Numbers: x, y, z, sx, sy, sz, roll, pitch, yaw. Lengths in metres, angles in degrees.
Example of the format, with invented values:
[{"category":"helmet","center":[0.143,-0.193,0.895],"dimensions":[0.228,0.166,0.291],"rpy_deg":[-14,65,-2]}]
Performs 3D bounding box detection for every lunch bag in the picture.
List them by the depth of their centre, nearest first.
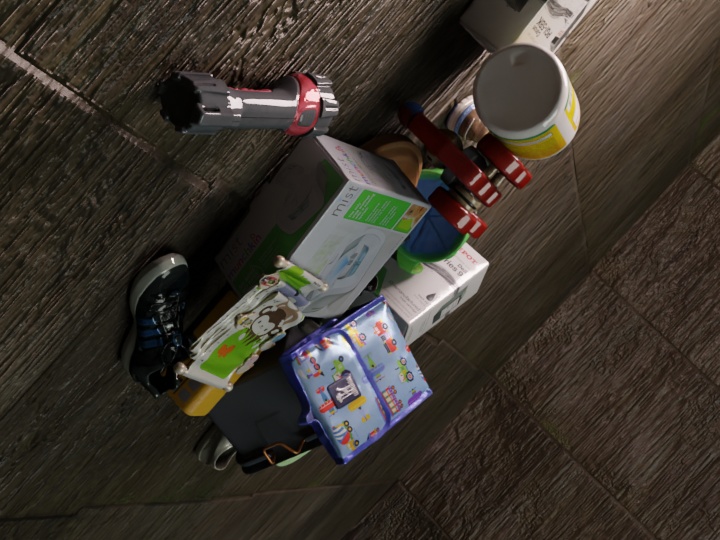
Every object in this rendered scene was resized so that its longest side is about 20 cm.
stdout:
[{"category":"lunch bag","center":[-0.020,0.145,1.144],"dimensions":[0.094,0.152,0.199],"rpy_deg":[-25,-175,40]}]

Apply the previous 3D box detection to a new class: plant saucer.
[{"category":"plant saucer","center":[0.009,-0.095,1.206],"dimensions":[0.199,0.032,0.201],"rpy_deg":[-34,155,-19]}]

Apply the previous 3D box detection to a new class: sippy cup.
[{"category":"sippy cup","center":[0.117,-0.089,1.344],"dimensions":[0.177,0.141,0.130],"rpy_deg":[-27,180,24]}]

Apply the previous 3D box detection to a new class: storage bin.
[{"category":"storage bin","center":[-0.122,0.175,1.220],"dimensions":[0.199,0.135,0.146],"rpy_deg":[-27,-151,25]}]

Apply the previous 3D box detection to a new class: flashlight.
[{"category":"flashlight","center":[-0.103,-0.159,0.841],"dimensions":[0.067,0.069,0.199],"rpy_deg":[-18,176,37]}]

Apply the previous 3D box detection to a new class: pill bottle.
[{"category":"pill bottle","center":[0.213,-0.201,1.109],"dimensions":[0.113,0.113,0.200],"rpy_deg":[-50,162,11]}]

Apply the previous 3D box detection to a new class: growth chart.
[{"category":"growth chart","center":[-0.123,0.066,1.024],"dimensions":[0.200,0.018,0.144],"rpy_deg":[-45,153,12]}]

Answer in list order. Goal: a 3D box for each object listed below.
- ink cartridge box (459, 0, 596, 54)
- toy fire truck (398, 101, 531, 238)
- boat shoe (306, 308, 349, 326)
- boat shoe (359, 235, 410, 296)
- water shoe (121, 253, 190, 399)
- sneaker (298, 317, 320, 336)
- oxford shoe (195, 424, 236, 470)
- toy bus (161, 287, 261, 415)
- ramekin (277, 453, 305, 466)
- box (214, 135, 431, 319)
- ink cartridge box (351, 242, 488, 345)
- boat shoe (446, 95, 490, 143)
[{"category":"ink cartridge box","center":[0.233,-0.353,1.119],"dimensions":[0.201,0.083,0.146],"rpy_deg":[-51,160,14]},{"category":"toy fire truck","center":[0.116,-0.139,1.126],"dimensions":[0.112,0.168,0.200],"rpy_deg":[-48,166,10]},{"category":"boat shoe","center":[-0.042,0.064,1.371],"dimensions":[0.072,0.071,0.201],"rpy_deg":[-42,159,-24]},{"category":"boat shoe","center":[0.001,-0.001,1.207],"dimensions":[0.200,0.066,0.075],"rpy_deg":[-52,178,30]},{"category":"water shoe","center":[-0.217,0.065,1.009],"dimensions":[0.071,0.079,0.201],"rpy_deg":[-29,154,-40]},{"category":"sneaker","center":[-0.102,0.138,1.386],"dimensions":[0.066,0.091,0.200],"rpy_deg":[-37,170,-44]},{"category":"oxford shoe","center":[-0.194,0.245,1.442],"dimensions":[0.201,0.058,0.075],"rpy_deg":[-54,155,15]},{"category":"toy bus","center":[-0.171,0.088,1.151],"dimensions":[0.200,0.078,0.065],"rpy_deg":[-48,161,5]},{"category":"ramekin","center":[-0.103,0.233,1.544],"dimensions":[0.200,0.098,0.201],"rpy_deg":[-40,160,-18]},{"category":"box","center":[-0.045,-0.049,1.070],"dimensions":[0.200,0.097,0.176],"rpy_deg":[-50,150,19]},{"category":"ink cartridge box","center":[0.087,0.013,1.438],"dimensions":[0.199,0.146,0.084],"rpy_deg":[-34,157,-32]},{"category":"boat shoe","center":[0.214,-0.236,1.323],"dimensions":[0.199,0.072,0.073],"rpy_deg":[-34,158,-31]}]
